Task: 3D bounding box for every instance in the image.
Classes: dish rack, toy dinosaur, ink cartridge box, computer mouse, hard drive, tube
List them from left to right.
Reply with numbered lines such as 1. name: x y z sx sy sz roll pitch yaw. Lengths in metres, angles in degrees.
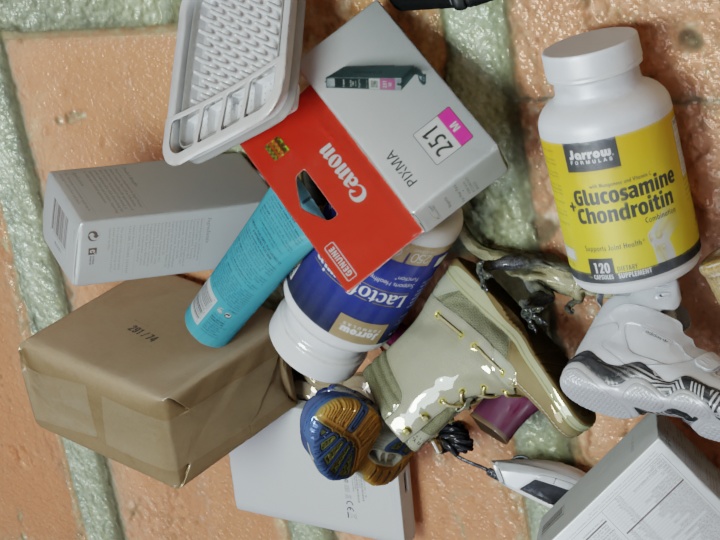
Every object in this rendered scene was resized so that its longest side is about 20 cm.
1. dish rack: -0.103 -0.194 1.732 0.171 0.043 0.202 -23 55 45
2. tube: -0.095 -0.007 1.767 0.078 0.050 0.200 53 132 14
3. hard drive: -0.042 0.194 1.939 0.199 0.026 0.133 8 117 30
4. ink cartridge box: 0.002 -0.109 1.668 0.173 0.044 0.200 -37 59 0
5. toy dinosaur: 0.146 0.004 1.706 0.199 0.088 0.048 23 125 22
6. computer mouse: 0.158 0.187 1.801 0.199 0.110 0.044 25 86 8

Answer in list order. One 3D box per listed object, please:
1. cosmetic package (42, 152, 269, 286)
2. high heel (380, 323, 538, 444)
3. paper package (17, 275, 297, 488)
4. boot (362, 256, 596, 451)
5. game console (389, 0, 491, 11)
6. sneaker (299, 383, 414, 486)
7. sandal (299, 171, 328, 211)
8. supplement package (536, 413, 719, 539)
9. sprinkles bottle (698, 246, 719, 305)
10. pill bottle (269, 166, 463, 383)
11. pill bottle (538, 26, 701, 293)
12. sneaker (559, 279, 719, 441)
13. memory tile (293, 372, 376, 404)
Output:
1. cosmetic package: -0.185 -0.049 1.811 0.102 0.198 0.075 52 139 48
2. high heel: 0.096 0.076 1.814 0.199 0.096 0.068 36 168 30
3. paper package: -0.191 0.097 1.891 0.199 0.190 0.104 19 127 35
4. boot: 0.101 0.108 1.716 0.155 0.072 0.200 -48 60 15
5. game console: 0.080 -0.329 1.632 0.174 0.116 0.202 -16 106 6
6. sneaker: -0.022 0.141 1.776 0.088 0.200 0.075 41 90 26
7. sandal: -0.023 -0.083 1.794 0.081 0.055 0.201 37 127 13
8. supplement package: 0.270 0.249 1.667 0.200 0.152 0.151 45 100 2
9. sprinkles bottle: 0.353 0.068 1.618 0.068 0.068 0.201 -24 98 38
10. pill bottle: 0.000 0.000 1.761 0.115 0.116 0.201 39 124 11
11. pill bottle: 0.208 -0.091 1.605 0.111 0.112 0.202 -3 111 34
12. sneaker: 0.271 0.070 1.609 0.198 0.116 0.075 10 157 24
13. memory tile: -0.036 0.146 1.938 0.199 0.017 0.154 37 127 12
